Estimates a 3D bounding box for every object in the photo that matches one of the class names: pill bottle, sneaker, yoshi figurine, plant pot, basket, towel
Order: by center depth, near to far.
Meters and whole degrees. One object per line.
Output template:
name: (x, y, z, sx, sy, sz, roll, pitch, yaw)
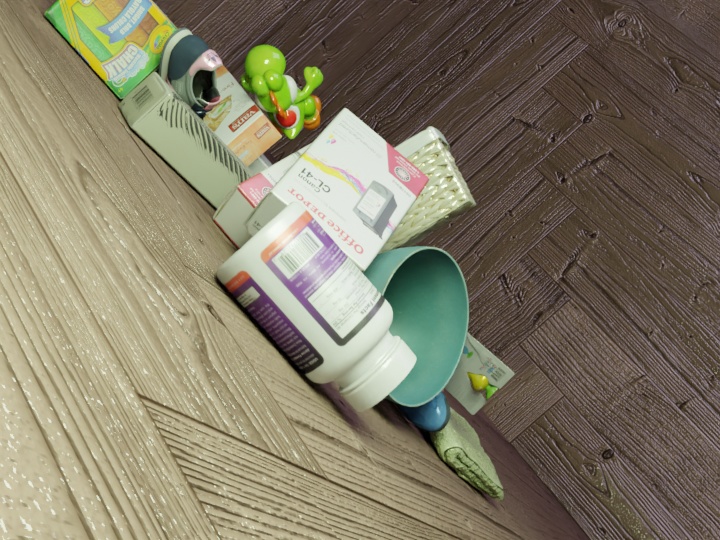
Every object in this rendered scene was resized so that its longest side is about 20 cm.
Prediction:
pill bottle: (-0.039, 0.040, 0.928, 0.200, 0.111, 0.111, 49, 3, -6)
plant pot: (0.030, 0.063, 1.207, 0.134, 0.201, 0.200, 9, -26, 40)
sneaker: (-0.230, -0.229, 1.279, 0.082, 0.070, 0.200, 36, -35, 17)
sneaker: (0.050, 0.154, 1.342, 0.078, 0.066, 0.200, 27, 19, -52)
basket: (0.060, -0.102, 1.370, 0.124, 0.199, 0.136, 60, 11, 5)
towel: (0.153, 0.264, 1.437, 0.200, 0.036, 0.149, 44, 13, -43)
yoshi figurine: (-0.124, -0.285, 1.441, 0.112, 0.113, 0.200, 35, -1, 14)

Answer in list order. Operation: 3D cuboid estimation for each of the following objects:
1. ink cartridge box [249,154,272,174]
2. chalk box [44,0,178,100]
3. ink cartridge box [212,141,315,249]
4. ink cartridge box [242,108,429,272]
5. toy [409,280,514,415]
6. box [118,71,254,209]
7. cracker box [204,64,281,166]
ink cartridge box: (-0.153, -0.119, 1.573, 0.200, 0.084, 0.145, 48, 3, -19)
chalk box: (-0.317, -0.316, 1.310, 0.200, 0.124, 0.124, 47, 3, -7)
ink cartridge box: (-0.069, -0.075, 1.221, 0.147, 0.083, 0.200, 48, 45, 3)
ink cartridge box: (-0.024, -0.083, 1.139, 0.147, 0.086, 0.200, 39, 46, -5)
toy: (0.120, 0.099, 1.316, 0.200, 0.115, 0.047, 44, 45, 9)
box: (-0.224, -0.164, 1.244, 0.200, 0.068, 0.082, 46, 4, -43)
cracker box: (-0.219, -0.222, 1.442, 0.058, 0.134, 0.200, 48, 2, -43)
